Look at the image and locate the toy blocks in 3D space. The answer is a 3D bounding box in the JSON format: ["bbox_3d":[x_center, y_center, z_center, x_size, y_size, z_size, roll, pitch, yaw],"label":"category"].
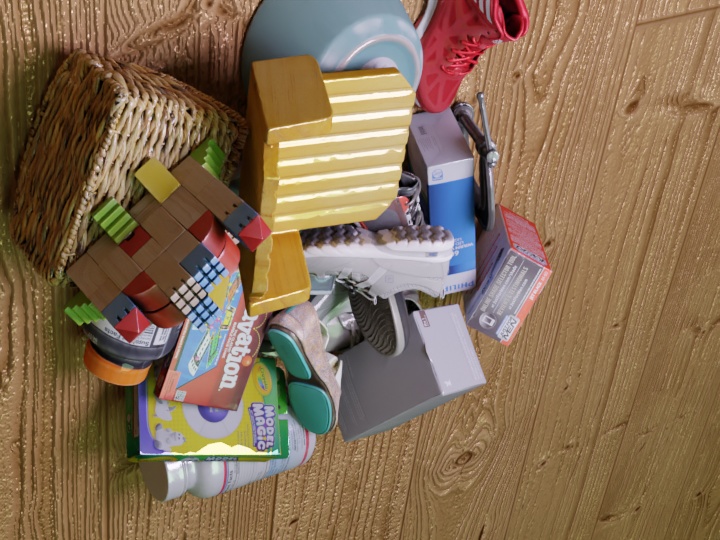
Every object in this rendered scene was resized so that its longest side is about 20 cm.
[{"bbox_3d":[-0.158,-0.006,1.070,0.200,0.136,0.100,-44,136,-8],"label":"toy blocks"}]

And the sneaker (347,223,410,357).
[{"bbox_3d":[0.039,-0.003,1.440,0.105,0.202,0.075,-8,163,-38],"label":"sneaker"}]

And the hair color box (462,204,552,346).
[{"bbox_3d":[0.179,0.002,1.564,0.063,0.200,0.112,27,108,-6],"label":"hair color box"}]

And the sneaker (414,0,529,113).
[{"bbox_3d":[0.116,-0.246,1.361,0.078,0.115,0.202,-16,132,-31],"label":"sneaker"}]

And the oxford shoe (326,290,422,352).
[{"bbox_3d":[-0.003,0.068,1.560,0.198,0.058,0.076,-20,137,-26],"label":"oxford shoe"}]

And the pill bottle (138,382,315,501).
[{"bbox_3d":[-0.161,0.207,1.493,0.198,0.109,0.110,-14,130,-33],"label":"pill bottle"}]

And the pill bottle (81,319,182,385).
[{"bbox_3d":[-0.226,0.018,1.282,0.105,0.106,0.202,1,121,-42],"label":"pill bottle"}]

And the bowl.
[{"bbox_3d":[-0.014,-0.211,1.285,0.199,0.105,0.203,-23,135,-25],"label":"bowl"}]

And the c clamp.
[{"bbox_3d":[0.135,-0.138,1.433,0.027,0.200,0.173,-10,109,-4],"label":"c clamp"}]

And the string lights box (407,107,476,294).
[{"bbox_3d":[0.096,-0.079,1.483,0.058,0.103,0.202,-12,133,-6],"label":"string lights box"}]

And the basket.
[{"bbox_3d":[-0.223,-0.089,1.165,0.148,0.142,0.202,9,110,-42],"label":"basket"}]

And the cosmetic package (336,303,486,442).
[{"bbox_3d":[0.048,0.126,1.510,0.089,0.108,0.199,-7,164,-45],"label":"cosmetic package"}]

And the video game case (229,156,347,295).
[{"bbox_3d":[-0.098,-0.060,1.359,0.198,0.023,0.184,1,114,-33],"label":"video game case"}]

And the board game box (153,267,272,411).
[{"bbox_3d":[-0.146,0.051,1.349,0.102,0.019,0.202,13,101,-37],"label":"board game box"}]

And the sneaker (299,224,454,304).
[{"bbox_3d":[0.000,0.000,1.316,0.197,0.075,0.083,1,111,9],"label":"sneaker"}]

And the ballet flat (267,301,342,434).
[{"bbox_3d":[-0.052,0.109,1.429,0.068,0.067,0.201,-55,150,-32],"label":"ballet flat"}]

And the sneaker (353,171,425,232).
[{"bbox_3d":[0.038,-0.066,1.357,0.081,0.078,0.200,-19,138,33],"label":"sneaker"}]

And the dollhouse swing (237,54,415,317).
[{"bbox_3d":[-0.024,-0.082,1.187,0.173,0.183,0.202,1,125,-14],"label":"dollhouse swing"}]

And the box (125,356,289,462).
[{"bbox_3d":[-0.166,0.157,1.413,0.198,0.119,0.048,5,161,-32],"label":"box"}]

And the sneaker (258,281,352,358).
[{"bbox_3d":[-0.058,0.031,1.479,0.199,0.074,0.080,-35,128,-22],"label":"sneaker"}]
